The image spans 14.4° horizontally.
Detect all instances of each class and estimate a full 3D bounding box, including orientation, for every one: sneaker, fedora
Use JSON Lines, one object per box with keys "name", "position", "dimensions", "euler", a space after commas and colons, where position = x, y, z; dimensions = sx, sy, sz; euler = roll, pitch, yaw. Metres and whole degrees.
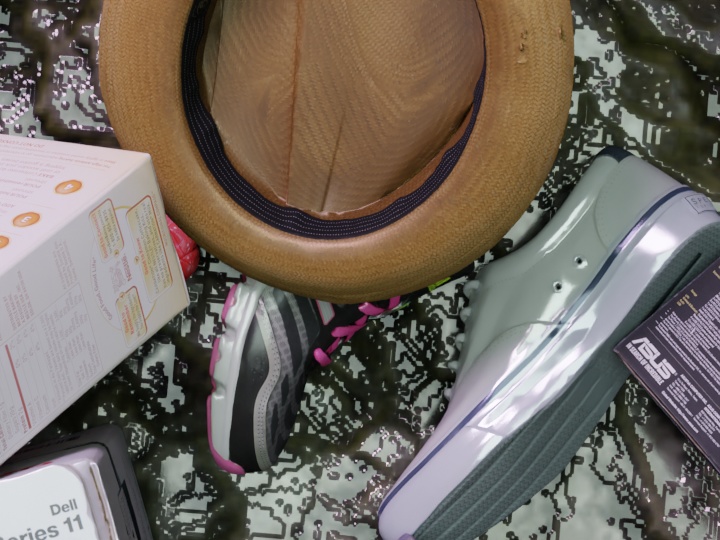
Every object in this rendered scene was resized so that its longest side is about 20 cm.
{"name": "sneaker", "position": [0.071, 0.035, 1.218], "dimensions": [0.200, 0.073, 0.071], "euler": [-49, 61, 3]}
{"name": "sneaker", "position": [0.000, 0.000, 1.205], "dimensions": [0.087, 0.074, 0.200], "euler": [22, 84, 5]}
{"name": "fedora", "position": [-0.005, -0.090, 1.126], "dimensions": [0.201, 0.082, 0.201], "euler": [4, 111, 10]}

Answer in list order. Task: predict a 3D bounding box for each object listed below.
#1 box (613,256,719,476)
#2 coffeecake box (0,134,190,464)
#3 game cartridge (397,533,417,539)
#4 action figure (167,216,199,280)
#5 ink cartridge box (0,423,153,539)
{"name": "box", "position": [0.219, 0.051, 1.137], "dimensions": [0.158, 0.050, 0.200], "euler": [-41, 50, 2]}
{"name": "coffeecake box", "position": [-0.189, 0.025, 1.083], "dimensions": [0.153, 0.200, 0.073], "euler": [9, 125, 36]}
{"name": "game cartridge", "position": [0.049, 0.221, 1.205], "dimensions": [0.200, 0.038, 0.130], "euler": [43, 93, -16]}
{"name": "action figure", "position": [-0.138, 0.010, 1.216], "dimensions": [0.200, 0.052, 0.065], "euler": [-32, 96, -6]}
{"name": "ink cartridge box", "position": [-0.159, 0.124, 1.137], "dimensions": [0.147, 0.200, 0.083], "euler": [-16, 91, -1]}
